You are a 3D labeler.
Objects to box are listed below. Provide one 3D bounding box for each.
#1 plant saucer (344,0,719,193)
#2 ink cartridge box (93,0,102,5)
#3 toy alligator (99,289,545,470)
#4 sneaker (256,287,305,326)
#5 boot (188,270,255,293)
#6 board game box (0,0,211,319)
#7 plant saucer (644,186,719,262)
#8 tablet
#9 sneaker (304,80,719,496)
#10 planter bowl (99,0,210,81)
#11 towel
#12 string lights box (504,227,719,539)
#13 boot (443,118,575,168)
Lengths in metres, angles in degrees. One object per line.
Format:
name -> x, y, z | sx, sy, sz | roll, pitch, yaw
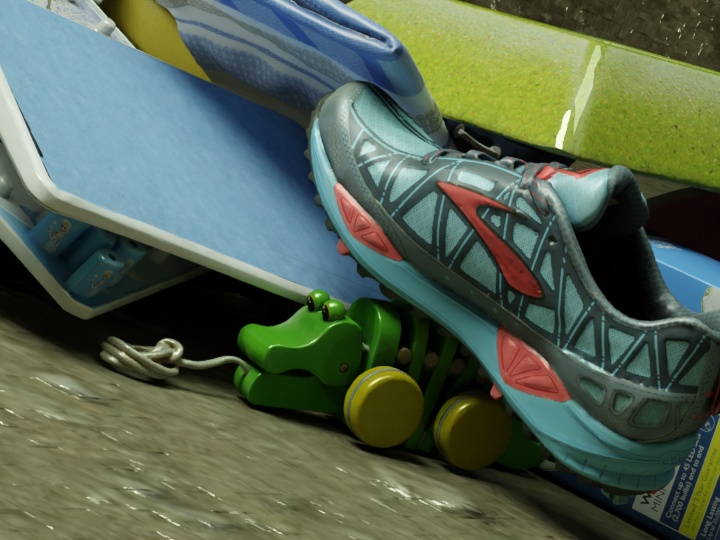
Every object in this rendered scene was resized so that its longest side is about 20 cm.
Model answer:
plant saucer -> 0.099, -0.077, 1.251 | 0.200, 0.048, 0.200 | 10, 8, -40
ink cartridge box -> -0.220, -0.185, 1.401 | 0.147, 0.145, 0.200 | 18, -22, -27
toy alligator -> -0.003, 0.032, 1.099 | 0.200, 0.054, 0.059 | 16, 9, -30
sneaker -> 0.000, 0.000, 1.273 | 0.087, 0.075, 0.200 | 24, 8, -15
boot -> -0.122, -0.027, 1.187 | 0.200, 0.066, 0.165 | 22, 9, -30
board game box -> -0.125, -0.078, 1.143 | 0.200, 0.026, 0.200 | 48, 23, 8
plant saucer -> 0.161, 0.015, 1.267 | 0.200, 0.051, 0.201 | -11, 27, 6
tablet -> -0.071, -0.042, 1.122 | 0.200, 0.014, 0.130 | 23, 31, -44
sneaker -> 0.067, -0.014, 1.086 | 0.200, 0.096, 0.079 | 45, 30, 16
planter bowl -> -0.075, -0.075, 1.435 | 0.200, 0.083, 0.200 | 40, 7, -6
towel -> -0.023, -0.080, 1.207 | 0.147, 0.024, 0.200 | 30, -12, 21
string lights box -> 0.119, 0.043, 1.161 | 0.200, 0.103, 0.059 | 26, 13, 34
boot -> 0.033, -0.088, 1.373 | 0.200, 0.090, 0.073 | 34, 8, -46
